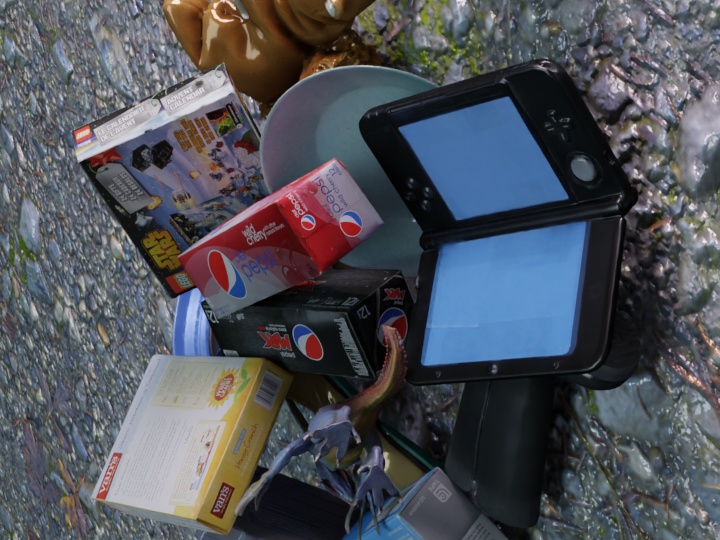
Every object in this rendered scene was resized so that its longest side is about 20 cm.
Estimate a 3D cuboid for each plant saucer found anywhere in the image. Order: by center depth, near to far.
[{"bbox_3d":[0.021,-0.082,1.146,0.199,0.039,0.203,10,132,11],"label":"plant saucer"}]

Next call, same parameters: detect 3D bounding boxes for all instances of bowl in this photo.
[{"bbox_3d":[-0.121,0.010,1.406,0.201,0.039,0.202,-47,33,44],"label":"bowl"}]

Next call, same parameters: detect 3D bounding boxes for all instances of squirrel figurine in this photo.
[{"bbox_3d":[-0.034,-0.197,1.208,0.186,0.141,0.202,-15,104,48],"label":"squirrel figurine"}]

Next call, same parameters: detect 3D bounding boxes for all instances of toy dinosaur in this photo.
[{"bbox_3d":[-0.003,0.140,1.169,0.105,0.201,0.182,35,-177,-5],"label":"toy dinosaur"}]

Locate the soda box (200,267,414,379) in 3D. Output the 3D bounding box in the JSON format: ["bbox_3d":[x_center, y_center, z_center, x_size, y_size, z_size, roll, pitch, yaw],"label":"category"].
[{"bbox_3d":[-0.042,0.040,1.221,0.199,0.071,0.064,3,121,49],"label":"soda box"}]

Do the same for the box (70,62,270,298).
[{"bbox_3d":[-0.137,-0.069,1.235,0.201,0.136,0.040,65,-178,-52],"label":"box"}]

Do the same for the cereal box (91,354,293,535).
[{"bbox_3d":[-0.148,0.145,1.274,0.199,0.039,0.145,-3,60,56],"label":"cereal box"}]

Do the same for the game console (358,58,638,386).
[{"bbox_3d":[0.079,-0.028,1.022,0.199,0.117,0.177,-9,122,49],"label":"game console"}]

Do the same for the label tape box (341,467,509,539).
[{"bbox_3d":[0.084,0.271,1.224,0.200,0.066,0.143,44,145,-1],"label":"label tape box"}]

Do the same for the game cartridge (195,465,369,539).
[{"bbox_3d":[-0.064,0.227,1.313,0.039,0.199,0.130,-55,27,20],"label":"game cartridge"}]

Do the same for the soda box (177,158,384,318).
[{"bbox_3d":[-0.067,-0.022,1.140,0.064,0.070,0.200,56,150,-6],"label":"soda box"}]

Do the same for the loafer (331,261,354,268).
[{"bbox_3d":[0.000,0.000,1.271,0.069,0.075,0.202,19,129,37],"label":"loafer"}]

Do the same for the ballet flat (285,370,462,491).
[{"bbox_3d":[0.000,0.144,1.274,0.200,0.069,0.063,42,94,14],"label":"ballet flat"}]

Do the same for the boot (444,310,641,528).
[{"bbox_3d":[0.129,0.107,1.093,0.165,0.065,0.202,-127,42,-52],"label":"boot"}]
